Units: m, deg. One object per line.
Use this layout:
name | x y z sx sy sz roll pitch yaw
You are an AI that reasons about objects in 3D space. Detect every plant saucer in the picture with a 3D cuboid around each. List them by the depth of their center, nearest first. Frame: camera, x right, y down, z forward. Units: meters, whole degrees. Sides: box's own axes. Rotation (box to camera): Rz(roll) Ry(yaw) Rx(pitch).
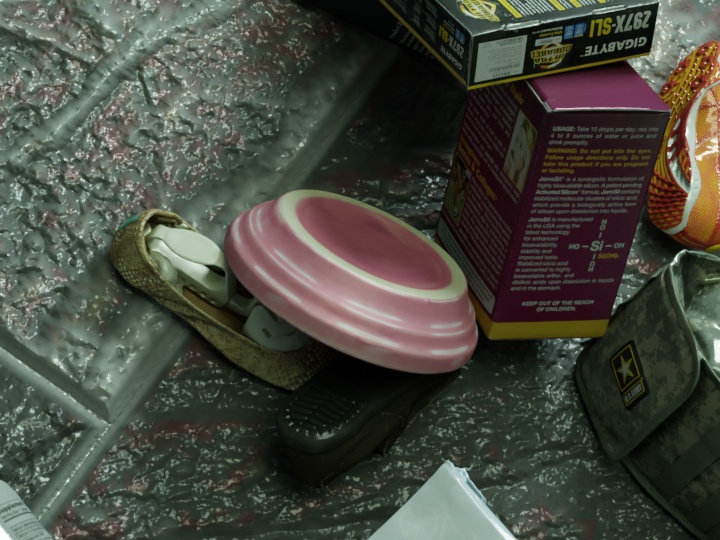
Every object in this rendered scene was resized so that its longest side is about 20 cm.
plant saucer | 0.000 0.000 1.412 0.200 0.051 0.201 22 21 -9

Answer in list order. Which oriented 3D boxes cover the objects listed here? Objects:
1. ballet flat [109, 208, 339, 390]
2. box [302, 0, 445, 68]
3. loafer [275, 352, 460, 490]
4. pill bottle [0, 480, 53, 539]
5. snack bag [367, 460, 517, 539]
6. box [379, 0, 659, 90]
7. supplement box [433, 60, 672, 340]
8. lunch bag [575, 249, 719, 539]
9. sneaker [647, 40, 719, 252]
ballet flat | -0.093 0.021 1.420 0.200 0.065 0.071 30 56 -4
box | 0.074 -0.289 1.611 0.198 0.123 0.200 25 59 -8
loafer | 0.007 0.095 1.425 0.073 0.071 0.200 29 39 30
pill bottle | -0.243 0.205 1.240 0.113 0.113 0.200 -35 79 -31
snack bag | 0.049 0.257 1.290 0.200 0.021 0.189 -43 64 2
box | 0.101 -0.213 1.434 0.159 0.049 0.200 -15 41 -23
supplement box | 0.138 -0.065 1.453 0.103 0.200 0.131 -1 34 -20
lunch bag | 0.261 0.096 1.454 0.200 0.164 0.118 44 54 6
sneaker | 0.288 -0.103 1.638 0.077 0.073 0.200 29 60 -29
